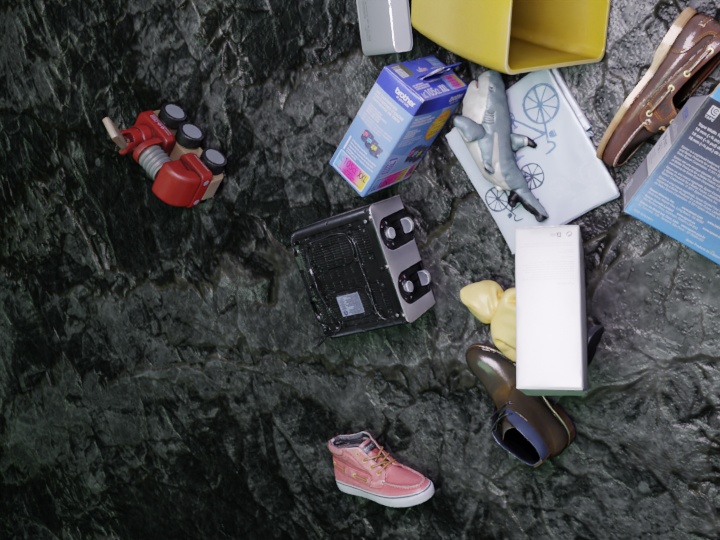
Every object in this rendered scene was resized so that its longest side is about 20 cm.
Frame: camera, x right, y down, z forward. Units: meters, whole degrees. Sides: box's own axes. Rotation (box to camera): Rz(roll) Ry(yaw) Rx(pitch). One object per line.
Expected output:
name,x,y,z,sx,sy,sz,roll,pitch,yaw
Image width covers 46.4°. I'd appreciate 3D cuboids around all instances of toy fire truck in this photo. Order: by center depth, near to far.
toy fire truck,-0.343,-0.193,1.402,0.176,0.199,0.129,48,128,13

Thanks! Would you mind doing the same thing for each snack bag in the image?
snack bag,0.228,-0.144,1.111,0.188,0.021,0.201,-33,85,40

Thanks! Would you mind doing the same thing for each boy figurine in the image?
boy figurine,0.227,0.076,1.164,0.199,0.064,0.125,24,120,29

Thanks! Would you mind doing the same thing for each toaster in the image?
toaster,0.000,0.000,1.270,0.199,0.118,0.182,-15,96,39

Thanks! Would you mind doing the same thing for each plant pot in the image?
plant pot,0.167,-0.348,0.982,0.176,0.199,0.202,20,118,42

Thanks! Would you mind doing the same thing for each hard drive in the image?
hard drive,0.026,-0.352,1.099,0.200,0.026,0.133,-130,31,-73

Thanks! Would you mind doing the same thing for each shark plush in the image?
shark plush,0.188,-0.155,1.085,0.083,0.091,0.201,-29,82,11

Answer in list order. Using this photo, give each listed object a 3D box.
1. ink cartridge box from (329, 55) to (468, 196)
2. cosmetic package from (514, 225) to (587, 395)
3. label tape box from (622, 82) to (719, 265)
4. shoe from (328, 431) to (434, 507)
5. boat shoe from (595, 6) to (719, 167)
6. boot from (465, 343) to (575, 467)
ink cartridge box,0.059,-0.209,1.138,0.076,0.136,0.201,43,127,14
cosmetic package,0.241,0.054,1.058,0.084,0.108,0.202,-1,76,17
label tape box,0.408,-0.120,0.930,0.143,0.063,0.201,29,125,-1
shoe,0.029,0.328,1.398,0.199,0.071,0.092,-1,112,42
boat shoe,0.349,-0.197,0.969,0.070,0.070,0.201,40,126,19
boot,0.212,0.189,1.195,0.200,0.097,0.075,43,126,16
